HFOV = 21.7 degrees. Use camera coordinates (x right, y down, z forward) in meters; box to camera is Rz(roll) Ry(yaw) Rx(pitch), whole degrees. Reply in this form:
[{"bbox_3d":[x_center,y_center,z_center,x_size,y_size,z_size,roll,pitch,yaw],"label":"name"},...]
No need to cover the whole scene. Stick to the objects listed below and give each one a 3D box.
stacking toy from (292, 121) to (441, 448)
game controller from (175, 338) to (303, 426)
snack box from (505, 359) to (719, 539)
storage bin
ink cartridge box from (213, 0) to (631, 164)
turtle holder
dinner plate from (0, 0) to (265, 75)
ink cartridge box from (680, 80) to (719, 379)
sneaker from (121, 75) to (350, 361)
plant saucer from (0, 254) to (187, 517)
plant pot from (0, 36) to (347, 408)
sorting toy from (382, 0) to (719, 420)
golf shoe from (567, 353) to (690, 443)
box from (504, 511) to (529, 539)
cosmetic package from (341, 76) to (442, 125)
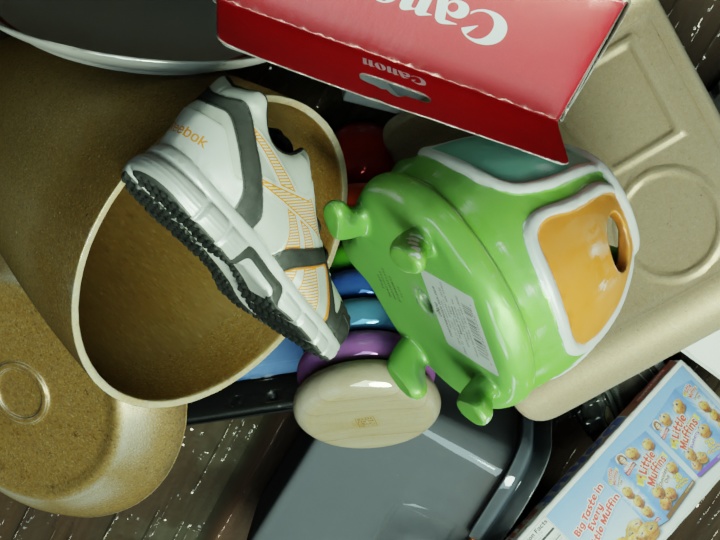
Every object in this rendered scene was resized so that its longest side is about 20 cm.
[{"bbox_3d":[0.000,0.000,1.113,0.085,0.201,0.085,-2,149,-1],"label":"stacking toy"},{"bbox_3d":[-0.055,0.038,1.169,0.199,0.042,0.105,-9,79,13],"label":"game controller"},{"bbox_3d":[0.157,0.151,1.171,0.072,0.024,0.200,45,78,-4],"label":"snack box"},{"bbox_3d":[0.017,0.150,1.226,0.134,0.146,0.200,28,113,-6],"label":"storage bin"},{"bbox_3d":[0.029,-0.159,0.967,0.199,0.176,0.084,17,124,-16],"label":"ink cartridge box"},{"bbox_3d":[0.066,-0.005,1.005,0.132,0.185,0.141,-32,92,-17],"label":"turtle holder"},{"bbox_3d":[-0.125,-0.140,1.018,0.199,0.200,0.024,8,114,-8],"label":"dinner plate"},{"bbox_3d":[0.249,-0.051,1.120,0.084,0.146,0.200,35,111,-25],"label":"ink cartridge box"},{"bbox_3d":[-0.043,-0.022,0.965,0.080,0.074,0.200,-55,148,-14],"label":"sneaker"},{"bbox_3d":[-0.204,0.070,1.169,0.200,0.035,0.201,9,113,22],"label":"plant saucer"},{"bbox_3d":[-0.140,-0.054,1.058,0.186,0.200,0.187,-28,137,-31],"label":"plant pot"},{"bbox_3d":[0.130,-0.039,1.077,0.185,0.036,0.200,-31,81,23],"label":"sorting toy"},{"bbox_3d":[0.147,0.012,1.197,0.094,0.078,0.200,-28,123,-2],"label":"golf shoe"},{"bbox_3d":[0.129,0.272,1.249,0.141,0.079,0.201,15,112,-7],"label":"box"},{"bbox_3d":[0.087,-0.178,1.098,0.150,0.052,0.200,12,117,-13],"label":"cosmetic package"}]
